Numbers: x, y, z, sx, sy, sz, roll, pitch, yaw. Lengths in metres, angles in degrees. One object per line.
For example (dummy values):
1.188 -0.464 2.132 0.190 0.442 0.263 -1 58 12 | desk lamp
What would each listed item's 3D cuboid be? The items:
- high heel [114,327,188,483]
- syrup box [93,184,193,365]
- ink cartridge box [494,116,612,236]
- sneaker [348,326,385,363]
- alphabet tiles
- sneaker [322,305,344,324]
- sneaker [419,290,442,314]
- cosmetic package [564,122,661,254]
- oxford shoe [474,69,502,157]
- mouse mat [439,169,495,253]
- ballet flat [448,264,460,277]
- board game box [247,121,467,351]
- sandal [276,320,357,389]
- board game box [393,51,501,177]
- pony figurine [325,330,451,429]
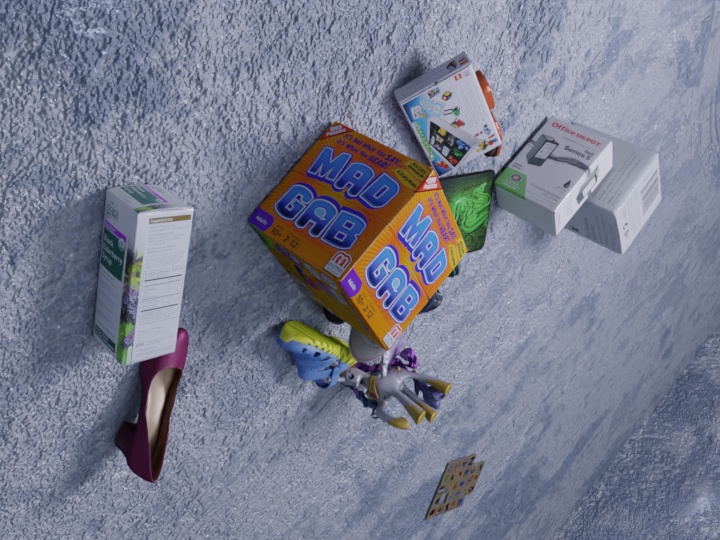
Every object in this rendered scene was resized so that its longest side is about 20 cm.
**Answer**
-0.265 0.183 1.058 0.067 0.096 0.202 12 105 -52 | high heel
-0.267 0.004 0.947 0.081 0.078 0.203 -12 123 -44 | syrup box
0.382 -0.190 1.527 0.200 0.145 0.084 -48 147 -15 | ink cartridge box
0.037 0.069 1.242 0.202 0.081 0.088 -59 172 20 | sneaker
0.254 0.554 2.009 0.199 0.008 0.169 2 112 -51 | alphabet tiles
0.000 0.000 1.284 0.201 0.070 0.078 -53 167 -19 | sneaker
0.112 0.000 1.332 0.203 0.077 0.145 -50 150 22 | sneaker
0.505 -0.175 1.641 0.166 0.199 0.165 -51 143 -11 | cosmetic package
0.198 -0.261 1.347 0.072 0.072 0.201 -26 143 4 | oxford shoe
0.191 -0.103 1.460 0.199 0.007 0.164 -17 119 -47 | mouse mat
0.129 -0.067 1.358 0.075 0.074 0.200 -52 131 -10 | ballet flat
0.002 -0.050 1.127 0.200 0.199 0.201 -49 143 -12 | board game box
-0.075 0.145 1.279 0.088 0.079 0.199 -55 143 1 | sandal
0.146 -0.246 1.256 0.125 0.035 0.200 -27 143 9 | board game box
0.058 0.192 1.392 0.192 0.198 0.169 -34 143 -48 | pony figurine
